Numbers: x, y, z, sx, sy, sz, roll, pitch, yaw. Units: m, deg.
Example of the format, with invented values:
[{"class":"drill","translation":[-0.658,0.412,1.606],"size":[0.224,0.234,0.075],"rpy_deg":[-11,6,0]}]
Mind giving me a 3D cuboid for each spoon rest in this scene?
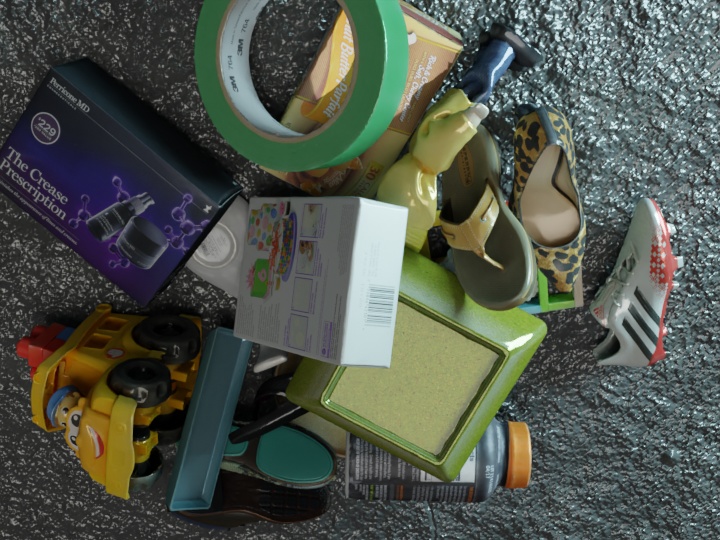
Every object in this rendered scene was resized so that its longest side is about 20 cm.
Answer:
[{"class":"spoon rest","translation":[-0.133,0.007,0.951],"size":[0.099,0.061,0.201],"rpy_deg":[-21,102,10]}]

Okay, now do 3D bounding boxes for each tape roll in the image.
[{"class":"tape roll","translation":[-0.056,-0.190,0.791],"size":[0.200,0.048,0.201],"rpy_deg":[6,104,27]}]

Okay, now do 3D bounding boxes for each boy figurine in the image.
[{"class":"boy figurine","translation":[0.086,-0.128,0.812],"size":[0.064,0.124,0.200],"rpy_deg":[32,87,-10]}]

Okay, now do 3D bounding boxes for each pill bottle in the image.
[{"class":"pill bottle","translation":[0.083,0.199,0.971],"size":[0.199,0.106,0.107],"rpy_deg":[2,118,0]}]

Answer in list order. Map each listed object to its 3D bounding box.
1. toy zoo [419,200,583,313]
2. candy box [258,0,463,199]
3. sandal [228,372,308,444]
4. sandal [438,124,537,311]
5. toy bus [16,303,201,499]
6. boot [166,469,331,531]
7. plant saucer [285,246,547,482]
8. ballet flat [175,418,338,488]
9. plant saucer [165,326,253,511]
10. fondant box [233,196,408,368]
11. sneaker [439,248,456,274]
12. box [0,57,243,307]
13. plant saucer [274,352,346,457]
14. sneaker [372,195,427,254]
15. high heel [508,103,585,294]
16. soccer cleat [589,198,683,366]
[{"class":"toy zoo","translation":[0.134,-0.008,0.950],"size":[0.199,0.020,0.132],"rpy_deg":[-7,117,5]},{"class":"candy box","translation":[-0.002,-0.163,0.853],"size":[0.115,0.055,0.200],"rpy_deg":[27,114,-12]},{"class":"sandal","translation":[-0.062,0.126,0.964],"size":[0.200,0.075,0.048],"rpy_deg":[-33,74,12]},{"class":"sandal","translation":[0.107,-0.055,0.839],"size":[0.080,0.201,0.054],"rpy_deg":[-25,155,32]},{"class":"toy bus","translation":[-0.277,0.120,0.932],"size":[0.191,0.200,0.136],"rpy_deg":[15,116,2]},{"class":"boot","translation":[-0.142,0.279,1.091],"size":[0.199,0.075,0.097],"rpy_deg":[11,154,-23]},{"class":"plant saucer","translation":[0.052,0.097,0.866],"size":[0.199,0.048,0.200],"rpy_deg":[28,105,-3]},{"class":"ballet flat","translation":[-0.115,0.208,1.028],"size":[0.199,0.074,0.075],"rpy_deg":[13,119,15]},{"class":"plant saucer","translation":[-0.167,0.162,0.975],"size":[0.019,0.070,0.201],"rpy_deg":[12,85,30]},{"class":"fondant box","translation":[-0.044,0.006,0.840],"size":[0.058,0.200,0.145],"rpy_deg":[7,90,-37]},{"class":"sneaker","translation":[0.083,0.022,0.913],"size":[0.088,0.075,0.201],"rpy_deg":[20,111,3]},{"class":"box","translation":[-0.239,-0.086,0.866],"size":[0.200,0.079,0.141],"rpy_deg":[39,110,-4]},{"class":"plant saucer","translation":[0.002,0.126,1.014],"size":[0.199,0.035,0.201],"rpy_deg":[1,118,1]},{"class":"sneaker","translation":[0.000,0.000,0.921],"size":[0.074,0.082,0.200],"rpy_deg":[31,112,-18]},{"class":"high heel","translation":[0.180,-0.056,0.836],"size":[0.071,0.143,0.201],"rpy_deg":[-14,104,7]},{"class":"soccer cleat","translation":[0.285,0.020,0.937],"size":[0.085,0.069,0.201],"rpy_deg":[-8,122,0]}]
